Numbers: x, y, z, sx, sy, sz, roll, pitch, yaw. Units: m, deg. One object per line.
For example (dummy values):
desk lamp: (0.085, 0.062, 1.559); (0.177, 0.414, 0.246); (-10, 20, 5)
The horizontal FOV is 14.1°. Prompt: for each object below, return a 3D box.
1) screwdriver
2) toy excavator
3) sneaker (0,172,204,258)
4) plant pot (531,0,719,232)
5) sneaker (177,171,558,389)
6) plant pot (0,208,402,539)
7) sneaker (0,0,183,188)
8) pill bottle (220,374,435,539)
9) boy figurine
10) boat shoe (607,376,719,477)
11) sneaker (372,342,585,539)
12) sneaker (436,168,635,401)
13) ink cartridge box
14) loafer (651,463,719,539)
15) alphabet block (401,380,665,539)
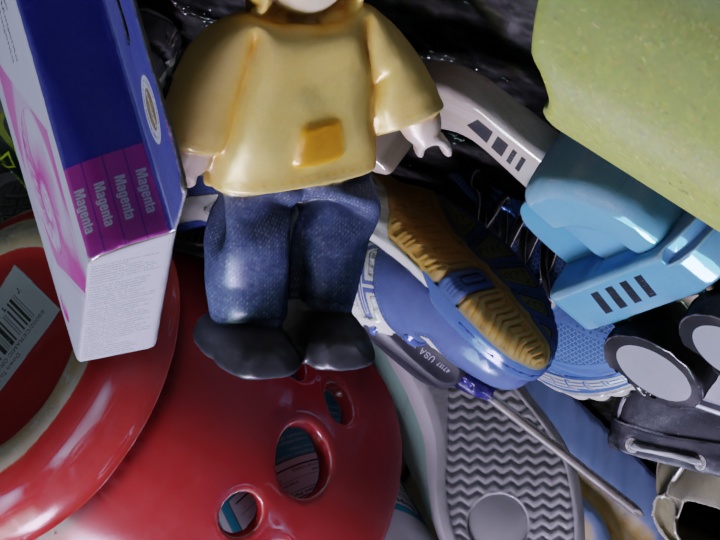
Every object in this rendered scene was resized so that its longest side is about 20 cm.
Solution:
screwdriver: (0.072, 0.063, 1.362); (0.200, 0.029, 0.028); (33, 164, -33)
toy excavator: (0.089, -0.042, 1.196); (0.200, 0.100, 0.194); (42, 157, -12)
sneaker: (-0.121, 0.006, 1.475); (0.200, 0.078, 0.099); (8, 136, 21)
plant pot: (0.163, -0.070, 0.913); (0.184, 0.201, 0.200); (26, 164, 25)
sneaker: (0.000, 0.000, 1.284); (0.200, 0.088, 0.075); (41, -160, 25)
plant pot: (-0.109, 0.080, 1.342); (0.200, 0.201, 0.182); (3, 155, 43)
sneaker: (-0.141, -0.076, 1.348); (0.085, 0.075, 0.200); (30, 156, 0)
pill bottle: (-0.026, 0.135, 1.454); (0.111, 0.111, 0.200); (42, -168, -44)
boy figurine: (-0.019, -0.061, 1.143); (0.124, 0.200, 0.064); (-2, -159, -23)
boat shoe: (0.212, 0.094, 1.384); (0.200, 0.068, 0.072); (19, -174, 19)
sneaker: (0.057, 0.093, 1.455); (0.074, 0.201, 0.118); (-18, 163, -7)
sneaker: (0.068, 0.004, 1.328); (0.200, 0.079, 0.089); (6, 157, 39)
ink cartridge box: (-0.119, -0.083, 1.160); (0.043, 0.197, 0.200); (-14, 164, -11)
loafer: (0.189, 0.122, 1.513); (0.076, 0.068, 0.200); (21, 160, 3)
alphabet block: (0.031, 0.163, 1.610); (0.200, 0.196, 0.196); (6, 153, 40)
